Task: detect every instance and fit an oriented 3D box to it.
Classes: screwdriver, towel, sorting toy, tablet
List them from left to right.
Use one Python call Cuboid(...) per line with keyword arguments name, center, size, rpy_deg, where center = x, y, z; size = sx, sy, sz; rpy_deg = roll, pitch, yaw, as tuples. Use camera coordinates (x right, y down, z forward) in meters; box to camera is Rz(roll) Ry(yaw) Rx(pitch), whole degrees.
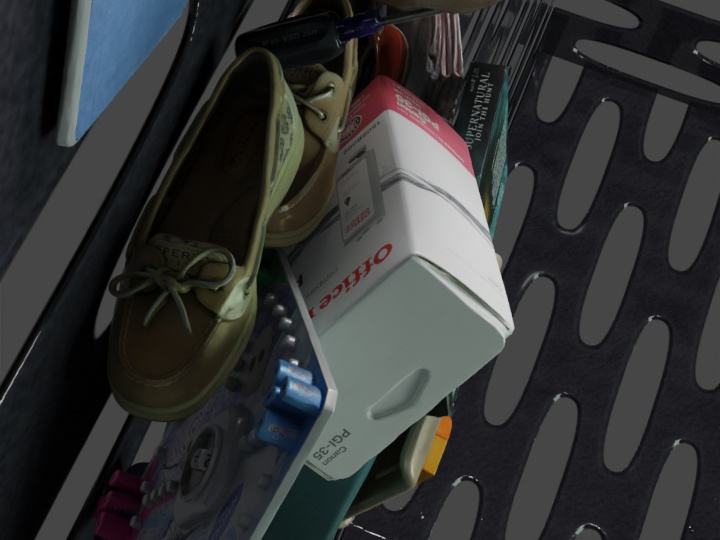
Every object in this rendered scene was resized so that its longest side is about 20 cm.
Cuboid(name="tablet", center=(-0.080, -0.158, 0.661), size=(0.130, 0.014, 0.201), rpy_deg=(-63, 171, -51))
Cuboid(name="screwdriver", center=(0.026, -0.138, 0.908), size=(0.028, 0.198, 0.029), rpy_deg=(58, 22, -51))
Cuboid(name="towel", center=(0.043, -0.178, 1.269), size=(0.200, 0.032, 0.193), rpy_deg=(103, -15, -66))
Cuboid(name="sorting toy", center=(0.045, 0.096, 1.281), size=(0.186, 0.036, 0.200), rpy_deg=(-67, -173, -24))

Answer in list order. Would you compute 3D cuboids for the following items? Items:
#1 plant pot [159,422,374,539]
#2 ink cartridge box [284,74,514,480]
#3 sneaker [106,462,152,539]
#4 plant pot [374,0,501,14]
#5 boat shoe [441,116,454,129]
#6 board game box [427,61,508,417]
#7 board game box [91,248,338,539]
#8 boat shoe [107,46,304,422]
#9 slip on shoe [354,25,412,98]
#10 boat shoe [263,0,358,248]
Cuboid(name="plant pot", center=(-0.066, 0.133, 1.181), size=(0.201, 0.141, 0.141), rpy_deg=(-66, 175, 19))
Cuboid(name="ink cartridge box", center=(0.000, 0.000, 1.000), size=(0.146, 0.083, 0.201), rpy_deg=(-41, -152, 20))
Cuboid(name="sneaker", center=(-0.135, 0.204, 1.069), size=(0.082, 0.073, 0.201), rpy_deg=(-59, 166, -50))
Cuboid(name="plant pot", center=(0.049, -0.233, 0.804), size=(0.198, 0.199, 0.201), rpy_deg=(115, -1, -65))
Cuboid(name="boat shoe", center=(0.025, -0.028, 1.223), size=(0.201, 0.068, 0.075), rpy_deg=(-57, -157, 35))
Cuboid(name="board game box", center=(0.067, -0.019, 1.149), size=(0.136, 0.028, 0.201), rpy_deg=(83, 20, -59))
Cuboid(name="board game box", center=(-0.085, 0.101, 0.900), size=(0.201, 0.026, 0.200), rpy_deg=(-61, -160, 15))
Cuboid(name="boat shoe", center=(-0.081, -0.021, 0.863), size=(0.063, 0.073, 0.201), rpy_deg=(85, 17, -59))
Cuboid(name="slip on shoe", center=(-0.024, -0.083, 1.179), size=(0.061, 0.074, 0.201), rpy_deg=(27, 83, -61))
Cuboid(name="boat shoe", center=(-0.042, -0.091, 0.978), size=(0.201, 0.071, 0.065), rpy_deg=(-78, 178, -49))
